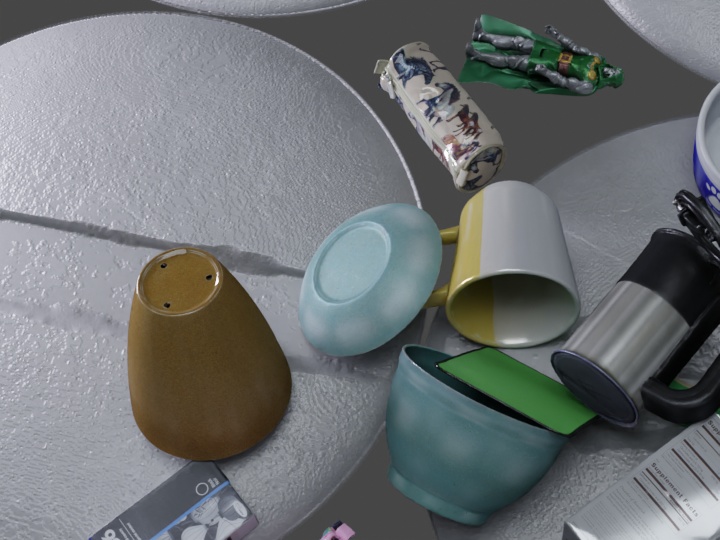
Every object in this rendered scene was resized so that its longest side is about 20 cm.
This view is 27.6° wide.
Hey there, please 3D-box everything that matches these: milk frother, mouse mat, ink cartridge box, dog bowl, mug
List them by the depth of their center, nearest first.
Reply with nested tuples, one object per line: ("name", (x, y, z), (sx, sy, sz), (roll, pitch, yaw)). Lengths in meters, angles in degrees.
("milk frother", (0.302, 0.038, 1.516), (0.188, 0.200, 0.180), (-47, 35, -17))
("mouse mat", (0.175, 0.127, 1.568), (0.160, 0.200, 0.008), (28, 104, 19))
("ink cartridge box", (-0.218, 0.296, 1.595), (0.200, 0.039, 0.100), (-38, 66, -12))
("mug", (0.153, -0.020, 1.659), (0.185, 0.150, 0.154), (11, 54, -12))
("dog bowl", (0.492, -0.141, 1.722), (0.198, 0.079, 0.202), (-3, 62, 5))

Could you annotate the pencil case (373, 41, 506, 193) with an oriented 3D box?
("pencil case", (0.099, -0.186, 1.786), (0.089, 0.078, 0.201), (-19, 60, -29))

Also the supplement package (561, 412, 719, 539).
("supplement package", (0.318, 0.258, 1.514), (0.199, 0.114, 0.110), (-34, 65, -13))

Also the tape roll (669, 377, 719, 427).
("tape roll", (0.391, 0.077, 1.637), (0.198, 0.048, 0.202), (-3, 62, 5))

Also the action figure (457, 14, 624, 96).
("action figure", (0.232, -0.262, 1.830), (0.198, 0.055, 0.119), (15, 62, 9))

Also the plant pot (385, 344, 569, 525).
("plant pot", (0.107, 0.182, 1.547), (0.199, 0.200, 0.135), (28, 99, 19))

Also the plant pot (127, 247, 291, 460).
("plant pot", (-0.177, 0.074, 1.595), (0.185, 0.201, 0.188), (-3, 51, 3))

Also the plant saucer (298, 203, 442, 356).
("plant saucer", (0.000, 0.000, 1.671), (0.200, 0.039, 0.202), (-22, 49, 27))

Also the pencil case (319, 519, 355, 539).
("pencil case", (-0.075, 0.350, 1.524), (0.200, 0.088, 0.087), (-38, 65, -12))
